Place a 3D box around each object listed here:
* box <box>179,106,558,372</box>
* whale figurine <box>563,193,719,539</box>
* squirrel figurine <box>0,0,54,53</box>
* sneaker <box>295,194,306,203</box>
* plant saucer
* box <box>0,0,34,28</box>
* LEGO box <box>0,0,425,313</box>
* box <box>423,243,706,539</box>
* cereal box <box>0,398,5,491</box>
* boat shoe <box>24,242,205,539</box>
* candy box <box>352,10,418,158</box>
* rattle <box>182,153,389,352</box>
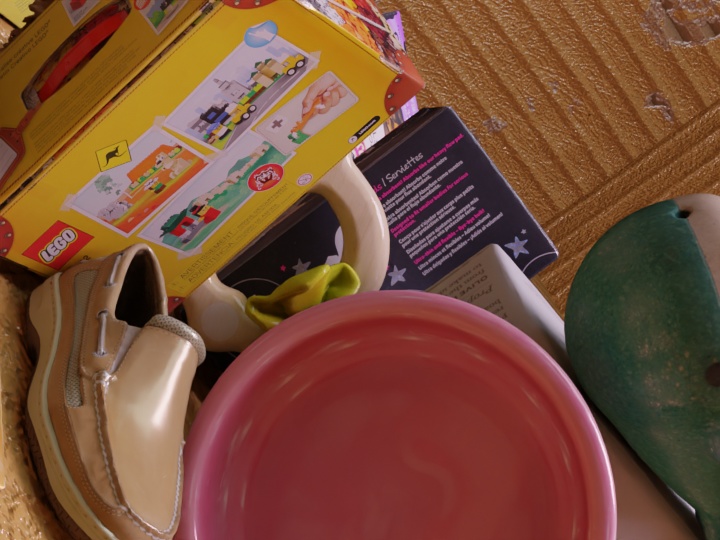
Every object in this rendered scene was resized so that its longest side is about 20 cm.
[{"bbox_3d":[0.000,0.000,1.074,0.115,0.200,0.132,54,-1,-7],"label":"box"},{"bbox_3d":[0.158,0.064,0.854,0.159,0.103,0.200,-102,178,-64],"label":"whale figurine"},{"bbox_3d":[-0.138,-0.140,1.009,0.187,0.141,0.200,90,10,-46],"label":"squirrel figurine"},{"bbox_3d":[-0.117,-0.076,1.161,0.200,0.076,0.070,24,13,14],"label":"sneaker"},{"bbox_3d":[0.016,0.111,0.802,0.201,0.200,0.051,57,3,14],"label":"plant saucer"},{"bbox_3d":[-0.238,-0.212,1.141,0.075,0.050,0.200,60,11,28],"label":"box"},{"bbox_3d":[-0.092,-0.079,0.869,0.149,0.200,0.077,29,26,-52],"label":"LEGO box"},{"bbox_3d":[0.067,0.141,0.949,0.199,0.200,0.171,49,9,-28],"label":"box"},{"bbox_3d":[-0.204,-0.014,0.617,0.200,0.039,0.144,49,10,-29],"label":"cereal box"},{"bbox_3d":[-0.104,0.050,0.787,0.072,0.076,0.200,48,11,-38],"label":"boat shoe"},{"bbox_3d":[-0.019,-0.092,1.271,0.200,0.071,0.168,-32,113,-66],"label":"candy box"},{"bbox_3d":[-0.046,-0.046,0.936,0.143,0.130,0.201,-25,123,-77],"label":"rattle"}]
